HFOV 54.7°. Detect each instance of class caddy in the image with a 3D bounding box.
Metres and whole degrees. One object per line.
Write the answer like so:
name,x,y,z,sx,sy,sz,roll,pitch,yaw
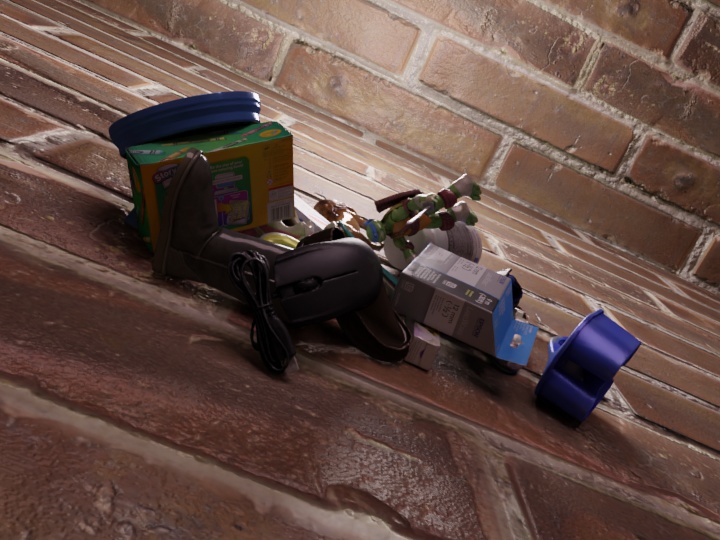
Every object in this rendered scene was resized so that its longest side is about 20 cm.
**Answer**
caddy,0.320,0.129,1.006,0.105,0.142,0.200,36,19,23

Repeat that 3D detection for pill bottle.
pill bottle,0.137,-0.046,1.315,0.114,0.114,0.199,36,19,32

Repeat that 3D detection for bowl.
bowl,-0.226,-0.187,0.918,0.199,0.040,0.201,-15,5,1

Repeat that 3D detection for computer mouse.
computer mouse,-0.039,0.018,0.771,0.199,0.139,0.053,-22,1,-41

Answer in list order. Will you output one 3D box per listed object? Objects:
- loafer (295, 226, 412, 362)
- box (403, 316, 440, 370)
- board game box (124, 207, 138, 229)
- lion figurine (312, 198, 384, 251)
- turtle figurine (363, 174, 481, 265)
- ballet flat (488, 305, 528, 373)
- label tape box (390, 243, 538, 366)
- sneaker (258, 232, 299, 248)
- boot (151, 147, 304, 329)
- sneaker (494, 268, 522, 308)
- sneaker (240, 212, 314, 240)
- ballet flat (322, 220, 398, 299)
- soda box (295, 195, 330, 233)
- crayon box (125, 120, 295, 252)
loafer,-0.001,0.029,0.873,0.200,0.071,0.073,49,39,-4
box,0.088,0.080,0.996,0.038,0.042,0.200,23,16,-2
board game box,-0.236,-0.079,0.987,0.157,0.039,0.200,1,30,2
lion figurine,-0.025,-0.068,1.211,0.122,0.073,0.200,36,7,-14
turtle figurine,0.120,-0.064,1.139,0.193,0.145,0.200,-26,22,-19
ballet flat,0.240,0.097,1.113,0.068,0.068,0.200,26,17,3
label tape box,0.158,0.044,0.980,0.199,0.067,0.143,23,25,14
sneaker,-0.057,0.026,0.936,0.199,0.076,0.105,20,36,-19
boot,-0.129,-0.031,0.809,0.199,0.183,0.073,21,36,0
sneaker,0.198,0.034,1.133,0.200,0.114,0.081,-108,174,-61
sneaker,-0.144,-0.075,1.045,0.199,0.089,0.081,30,18,16
ballet flat,0.000,0.000,1.060,0.200,0.062,0.068,45,7,-34
soda box,-0.097,-0.068,1.127,0.068,0.064,0.200,17,17,-47
crayon box,-0.182,-0.108,0.876,0.199,0.120,0.058,-17,37,-26
